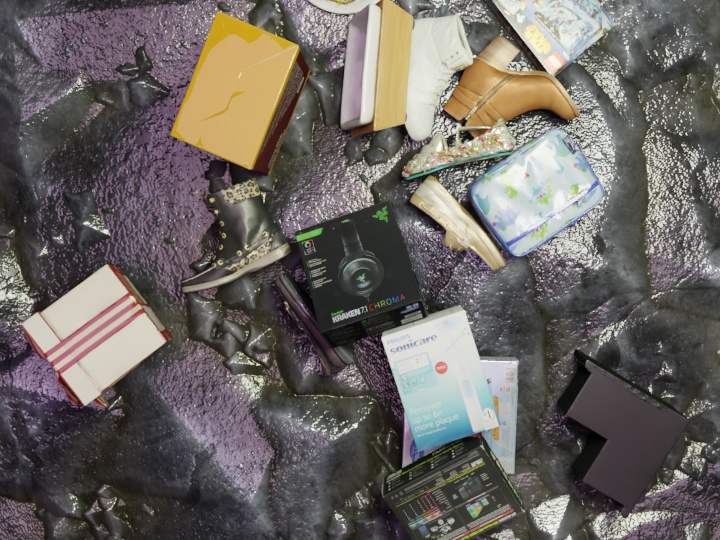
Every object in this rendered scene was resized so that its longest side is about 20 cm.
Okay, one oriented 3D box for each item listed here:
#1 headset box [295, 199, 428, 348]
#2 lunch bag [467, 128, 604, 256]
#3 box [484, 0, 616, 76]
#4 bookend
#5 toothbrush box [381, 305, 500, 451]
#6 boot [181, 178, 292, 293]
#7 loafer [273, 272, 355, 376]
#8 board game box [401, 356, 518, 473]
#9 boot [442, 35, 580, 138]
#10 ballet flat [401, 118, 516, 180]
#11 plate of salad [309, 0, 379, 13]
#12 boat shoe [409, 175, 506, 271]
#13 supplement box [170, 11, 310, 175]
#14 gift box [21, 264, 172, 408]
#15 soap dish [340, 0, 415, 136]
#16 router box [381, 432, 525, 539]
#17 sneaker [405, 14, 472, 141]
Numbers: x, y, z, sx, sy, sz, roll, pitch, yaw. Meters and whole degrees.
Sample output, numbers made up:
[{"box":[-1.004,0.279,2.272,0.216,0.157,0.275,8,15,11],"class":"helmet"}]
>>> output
[{"box":[0.000,0.000,1.241,0.173,0.093,0.201,-17,66,4],"class":"headset box"},{"box":[0.295,-0.129,1.260,0.199,0.082,0.161,-33,96,5],"class":"lunch bag"},{"box":[0.309,-0.441,1.252,0.137,0.040,0.200,-39,93,3],"class":"box"},{"box":[0.413,0.277,1.284,0.198,0.092,0.201,30,96,1],"class":"bookend"},{"box":[0.132,0.176,1.247,0.145,0.085,0.202,-17,92,3],"class":"toothbrush box"},{"box":[-0.234,-0.057,1.285,0.199,0.073,0.152,-22,95,0],"class":"boot"},{"box":[-0.092,0.098,1.298,0.063,0.072,0.200,-38,96,9],"class":"loafer"},{"box":[0.173,0.251,1.314,0.198,0.041,0.202,2,95,2],"class":"board game box"},{"box":[0.251,-0.273,1.254,0.200,0.074,0.155,40,99,9],"class":"boot"},{"box":[0.159,-0.204,1.251,0.198,0.076,0.064,-13,97,17],"class":"ballet flat"},{"box":[-0.026,-0.535,1.251,0.198,0.048,0.202,0,95,3],"class":"plate of salad"},{"box":[0.164,-0.069,1.277,0.069,0.074,0.200,-42,85,10],"class":"boat shoe"},{"box":[-0.184,-0.272,1.201,0.132,0.200,0.199,23,95,0],"class":"supplement box"},{"box":[-0.435,0.117,1.257,0.186,0.200,0.185,-37,89,-11],"class":"gift box"},{"box":[0.026,-0.322,1.220,0.080,0.157,0.202,3,96,-15],"class":"soap dish"},{"box":[0.157,0.384,1.281,0.199,0.062,0.150,-30,103,11],"class":"router box"},{"box":[0.128,-0.319,1.234,0.115,0.074,0.202,0,95,29],"class":"sneaker"}]
